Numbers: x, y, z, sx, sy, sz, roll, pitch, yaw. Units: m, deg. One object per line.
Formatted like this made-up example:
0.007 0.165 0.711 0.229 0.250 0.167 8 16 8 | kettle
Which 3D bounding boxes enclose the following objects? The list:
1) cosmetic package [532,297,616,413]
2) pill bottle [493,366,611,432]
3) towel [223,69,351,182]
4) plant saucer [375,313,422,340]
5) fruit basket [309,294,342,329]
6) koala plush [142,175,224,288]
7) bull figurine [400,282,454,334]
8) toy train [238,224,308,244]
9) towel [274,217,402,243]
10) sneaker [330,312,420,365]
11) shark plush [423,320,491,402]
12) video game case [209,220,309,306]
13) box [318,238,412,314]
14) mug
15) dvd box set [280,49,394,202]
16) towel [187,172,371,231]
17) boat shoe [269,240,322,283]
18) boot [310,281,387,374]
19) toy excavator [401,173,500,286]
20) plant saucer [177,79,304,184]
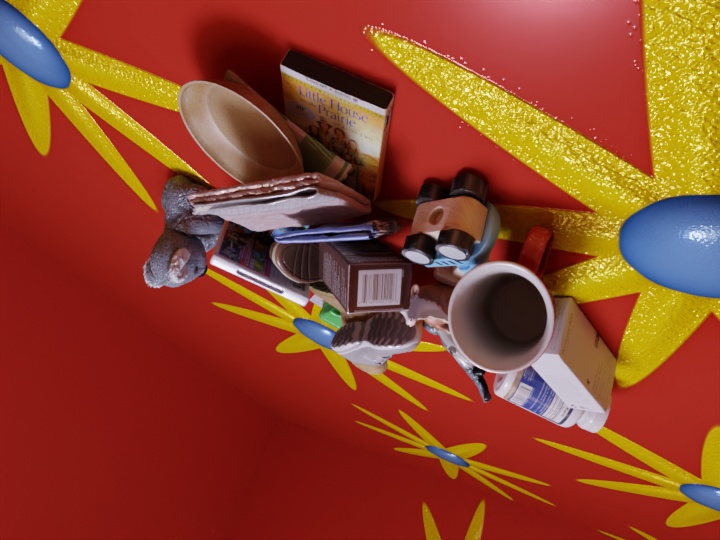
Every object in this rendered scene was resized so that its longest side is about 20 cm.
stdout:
0.344 0.140 0.906 0.073 0.104 0.199 -2 145 45 | cosmetic package
0.359 0.221 1.037 0.194 0.114 0.112 24 157 5 | pill bottle
-0.114 -0.174 0.775 0.198 0.024 0.152 38 157 -11 | towel
0.051 0.053 1.020 0.200 0.037 0.204 47 154 30 | plant saucer
-0.024 0.093 1.238 0.181 0.096 0.200 29 172 -5 | fruit basket
-0.349 -0.057 1.096 0.174 0.205 0.183 -1 145 47 | koala plush
0.133 0.064 0.901 0.120 0.066 0.199 38 -161 12 | bull figurine
-0.140 -0.102 0.940 0.111 0.089 0.199 25 157 -14 | toy train
-0.025 -0.059 0.805 0.141 0.025 0.200 -3 -174 16 | towel
0.037 0.128 0.988 0.196 0.076 0.082 -12 132 47 | sneaker
0.191 0.134 0.999 0.201 0.090 0.084 51 174 30 | shark plush
-0.174 -0.028 1.009 0.178 0.202 0.023 26 113 -17 | video game case
0.000 0.000 0.851 0.096 0.078 0.200 -1 -163 -15 | box
0.224 0.046 0.757 0.135 0.177 0.199 55 -161 16 | mug
-0.032 -0.181 0.732 0.142 0.030 0.201 25 156 7 | dvd box set
-0.102 -0.087 0.753 0.193 0.034 0.190 -5 176 20 | towel
-0.095 -0.018 0.965 0.073 0.077 0.200 21 -179 36 | boat shoe
-0.030 0.100 1.091 0.172 0.066 0.205 27 143 34 | boot
0.141 -0.030 0.796 0.197 0.103 0.191 32 159 -34 | toy excavator
-0.150 -0.179 0.736 0.195 0.036 0.202 26 155 12 | plant saucer
